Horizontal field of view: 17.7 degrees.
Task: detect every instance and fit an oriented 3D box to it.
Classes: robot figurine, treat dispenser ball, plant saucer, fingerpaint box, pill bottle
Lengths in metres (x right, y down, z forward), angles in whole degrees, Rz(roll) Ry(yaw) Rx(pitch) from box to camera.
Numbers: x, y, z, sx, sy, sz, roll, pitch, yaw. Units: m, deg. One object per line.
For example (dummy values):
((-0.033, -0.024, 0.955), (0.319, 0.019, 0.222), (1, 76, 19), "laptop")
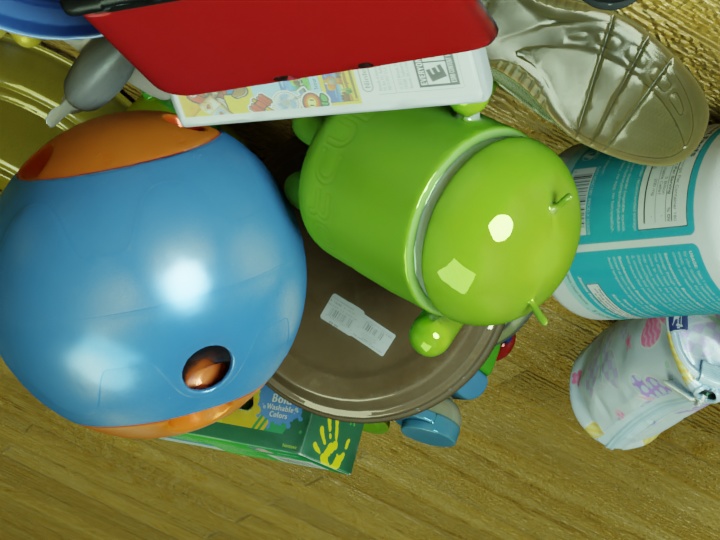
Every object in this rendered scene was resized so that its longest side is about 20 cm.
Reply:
((0.044, -0.040, 1.352), (0.115, 0.176, 0.200), (-11, -152, -42), "robot figurine")
((-0.133, 0.002, 1.418), (0.200, 0.201, 0.201), (20, 158, 8), "treat dispenser ball")
((0.000, 0.000, 1.504), (0.200, 0.201, 0.029), (19, -177, 10), "plant saucer")
((-0.085, 0.052, 1.733), (0.200, 0.167, 0.073), (8, 167, 35), "fingerpaint box")
((0.202, -0.029, 1.346), (0.111, 0.111, 0.200), (37, 155, -33), "pill bottle")

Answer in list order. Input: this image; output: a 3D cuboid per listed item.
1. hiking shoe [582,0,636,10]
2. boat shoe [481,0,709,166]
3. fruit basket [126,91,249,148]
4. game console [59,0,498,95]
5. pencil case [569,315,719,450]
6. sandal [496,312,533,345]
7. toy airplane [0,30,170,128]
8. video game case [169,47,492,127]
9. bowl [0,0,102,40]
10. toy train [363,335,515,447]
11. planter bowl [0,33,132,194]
((0.101, -0.173, 1.121), (0.076, 0.101, 0.200), (16, 158, 19), "hiking shoe")
((0.103, -0.124, 1.292), (0.200, 0.073, 0.063), (24, -167, -10), "boat shoe")
((-0.111, -0.038, 1.626), (0.215, 0.216, 0.155), (6, -172, 36), "fruit basket")
((-0.048, -0.182, 1.187), (0.199, 0.173, 0.119), (-8, -173, 20), "game console")
((0.212, 0.064, 1.582), (0.083, 0.091, 0.200), (6, 164, -15), "pencil case")
((0.111, -0.011, 1.548), (0.057, 0.080, 0.201), (40, 152, 3), "sandal")
((-0.216, -0.172, 1.384), (0.199, 0.141, 0.199), (16, 157, 18), "toy airplane")
((-0.037, -0.167, 1.224), (0.181, 0.023, 0.200), (-4, 129, 17), "video game case")
((-0.168, -0.218, 1.248), (0.200, 0.039, 0.201), (3, 129, 4), "bowl")
((0.015, 0.072, 1.756), (0.200, 0.116, 0.085), (0, 152, 44), "toy train")
((-0.252, -0.090, 1.692), (0.200, 0.084, 0.201), (19, 158, 8), "planter bowl")
